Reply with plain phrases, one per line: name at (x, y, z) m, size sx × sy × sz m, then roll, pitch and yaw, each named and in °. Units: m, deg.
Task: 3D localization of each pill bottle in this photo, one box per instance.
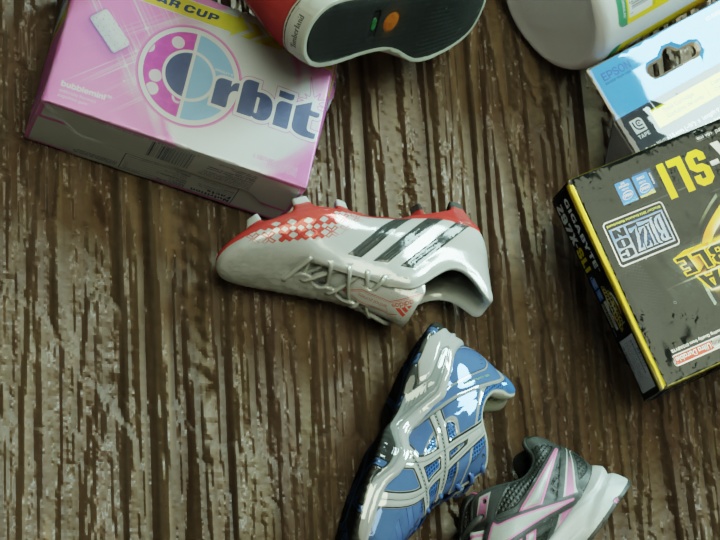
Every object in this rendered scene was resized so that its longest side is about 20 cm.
pill bottle at (0.212, -0.239, 1.645) m, size 0.199 × 0.113 × 0.113 m, roll -31°, pitch 83°, yaw -27°

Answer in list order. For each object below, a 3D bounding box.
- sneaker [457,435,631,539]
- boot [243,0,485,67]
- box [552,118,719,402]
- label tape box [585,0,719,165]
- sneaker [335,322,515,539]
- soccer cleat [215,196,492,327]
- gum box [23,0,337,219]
sneaker at (0.093, 0.193, 1.466) m, size 0.086 × 0.081 × 0.200 m, roll 35°, pitch 53°, yaw 9°
boot at (-0.015, -0.207, 1.534) m, size 0.199 × 0.073 × 0.144 m, roll -10°, pitch 40°, yaw -46°
box at (0.255, -0.020, 1.546) m, size 0.199 × 0.049 × 0.161 m, roll -21°, pitch 79°, yaw -16°
label tape box at (0.260, -0.080, 1.629) m, size 0.144 × 0.063 × 0.201 m, roll -28°, pitch 82°, yaw -26°
sneaker at (0.042, 0.131, 1.458) m, size 0.077 × 0.076 × 0.201 m, roll 27°, pitch 64°, yaw -4°
soccer cleat at (0.000, 0.000, 1.496) m, size 0.199 × 0.069 × 0.086 m, roll -2°, pitch 56°, yaw -27°
gum box at (-0.116, -0.121, 1.499) m, size 0.199 × 0.066 × 0.114 m, roll 18°, pitch 65°, yaw -13°
